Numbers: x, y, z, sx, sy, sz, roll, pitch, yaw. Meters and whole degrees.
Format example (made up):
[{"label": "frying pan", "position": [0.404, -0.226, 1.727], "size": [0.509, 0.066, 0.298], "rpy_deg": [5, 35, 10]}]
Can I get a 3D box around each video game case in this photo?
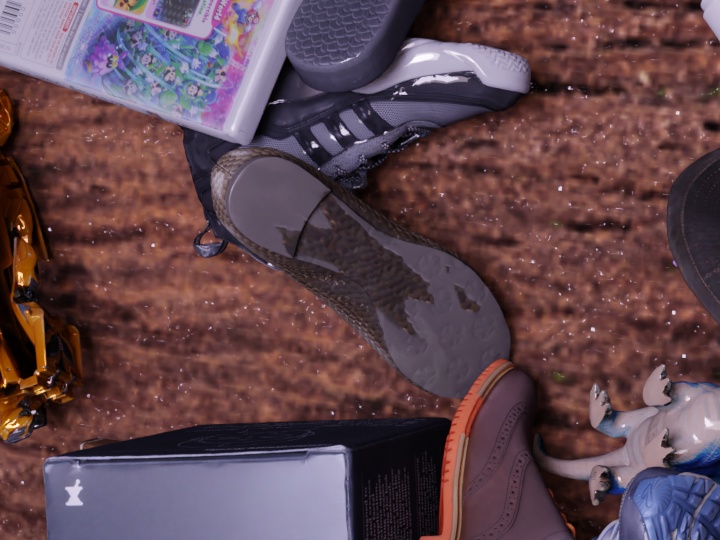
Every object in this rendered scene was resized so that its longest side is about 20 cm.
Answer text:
[{"label": "video game case", "position": [-0.096, -0.182, 0.995], "size": [0.181, 0.024, 0.201], "rpy_deg": [19, 84, 29]}]

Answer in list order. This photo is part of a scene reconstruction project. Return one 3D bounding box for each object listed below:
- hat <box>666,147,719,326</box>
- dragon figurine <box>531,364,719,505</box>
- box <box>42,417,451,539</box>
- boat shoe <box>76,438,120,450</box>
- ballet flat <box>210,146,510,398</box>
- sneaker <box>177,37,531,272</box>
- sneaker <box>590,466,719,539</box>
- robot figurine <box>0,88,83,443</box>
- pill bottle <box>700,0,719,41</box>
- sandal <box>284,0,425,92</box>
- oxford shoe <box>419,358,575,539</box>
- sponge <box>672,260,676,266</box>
[{"label": "hat", "position": [0.226, 0.013, 0.800], "size": [0.199, 0.201, 0.081], "rpy_deg": [3, 128, 16]}, {"label": "dragon figurine", "position": [0.163, 0.085, 0.904], "size": [0.099, 0.200, 0.059], "rpy_deg": [10, 67, -23]}, {"label": "box", "position": [-0.045, 0.133, 0.923], "size": [0.147, 0.200, 0.108], "rpy_deg": [-3, 88, 17]}, {"label": "boat shoe", "position": [-0.155, 0.192, 1.021], "size": [0.073, 0.076, 0.201], "rpy_deg": [4, 90, 19]}, {"label": "ballet flat", "position": [0.000, 0.000, 0.946], "size": [0.068, 0.200, 0.046], "rpy_deg": [-57, 31, -3]}, {"label": "sneaker", "position": [-0.004, -0.056, 0.981], "size": [0.199, 0.075, 0.115], "rpy_deg": [-4, 89, 22]}, {"label": "sneaker", "position": [0.133, 0.152, 0.886], "size": [0.085, 0.200, 0.077], "rpy_deg": [20, 62, 29]}, {"label": "robot figurine", "position": [-0.199, -0.008, 1.005], "size": [0.058, 0.145, 0.201], "rpy_deg": [-18, 79, 4]}, {"label": "pill bottle", "position": [0.153, -0.212, 0.918], "size": [0.104, 0.104, 0.201], "rpy_deg": [-34, 80, 13]}, {"label": "sandal", "position": [0.027, -0.167, 0.959], "size": [0.076, 0.043, 0.201], "rpy_deg": [19, 66, 37]}, {"label": "oxford shoe", "position": [0.071, 0.124, 0.912], "size": [0.072, 0.201, 0.071], "rpy_deg": [7, 134, 11]}, {"label": "sponge", "position": [0.243, 0.012, 0.881], "size": [0.200, 0.030, 0.112], "rpy_deg": [46, 124, 30]}]
